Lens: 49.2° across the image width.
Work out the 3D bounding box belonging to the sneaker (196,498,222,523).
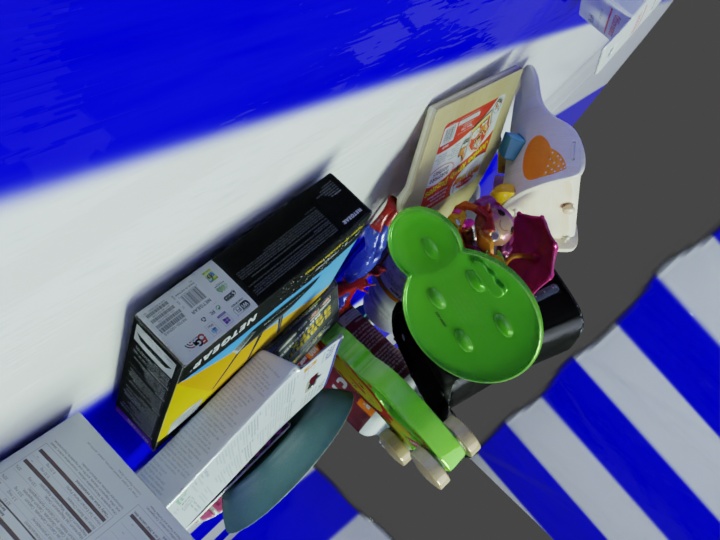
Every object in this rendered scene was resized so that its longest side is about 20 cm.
[{"bbox_3d":[-0.184,0.278,1.103,0.200,0.074,0.087,-42,175,-13],"label":"sneaker"}]

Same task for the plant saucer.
[{"bbox_3d":[-0.089,0.196,0.864,0.200,0.036,0.200,-45,-174,6],"label":"plant saucer"}]

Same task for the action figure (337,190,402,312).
[{"bbox_3d":[0.000,0.000,0.908,0.200,0.052,0.065,-51,175,26],"label":"action figure"}]

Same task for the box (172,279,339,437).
[{"bbox_3d":[-0.104,0.088,0.775,0.200,0.048,0.159,-46,170,-12],"label":"box"}]

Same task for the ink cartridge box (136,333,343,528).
[{"bbox_3d":[-0.105,0.136,0.689,0.200,0.041,0.200,-43,170,-20],"label":"ink cartridge box"}]

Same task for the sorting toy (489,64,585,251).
[{"bbox_3d":[0.209,-0.142,0.954,0.200,0.105,0.183,62,28,-64],"label":"sorting toy"}]

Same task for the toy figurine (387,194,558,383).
[{"bbox_3d":[0.135,-0.015,0.836,0.149,0.201,0.184,-28,-170,41],"label":"toy figurine"}]

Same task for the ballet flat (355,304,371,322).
[{"bbox_3d":[-0.044,0.137,1.169,0.200,0.064,0.067,-43,-155,-14],"label":"ballet flat"}]

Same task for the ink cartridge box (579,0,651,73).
[{"bbox_3d":[0.307,-0.326,0.863,0.201,0.068,0.116,-50,170,8],"label":"ink cartridge box"}]

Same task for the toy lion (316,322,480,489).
[{"bbox_3d":[0.024,0.135,0.875,0.069,0.192,0.200,-41,-172,-12],"label":"toy lion"}]

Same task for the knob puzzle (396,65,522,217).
[{"bbox_3d":[0.091,-0.112,0.841,0.220,0.030,0.221,-46,155,-27],"label":"knob puzzle"}]

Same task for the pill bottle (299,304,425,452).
[{"bbox_3d":[0.007,0.141,1.027,0.114,0.200,0.114,-46,170,-10],"label":"pill bottle"}]

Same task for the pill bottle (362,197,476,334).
[{"bbox_3d":[0.081,-0.007,1.042,0.111,0.111,0.201,-37,165,-48],"label":"pill bottle"}]

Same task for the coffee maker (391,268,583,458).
[{"bbox_3d":[0.162,0.092,0.956,0.198,0.194,0.135,-22,180,-13],"label":"coffee maker"}]

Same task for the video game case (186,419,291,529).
[{"bbox_3d":[-0.159,0.210,0.888,0.200,0.036,0.181,-45,-173,0],"label":"video game case"}]

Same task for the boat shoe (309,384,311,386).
[{"bbox_3d":[-0.120,0.182,1.046,0.201,0.063,0.074,-38,169,-41],"label":"boat shoe"}]

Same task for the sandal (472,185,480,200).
[{"bbox_3d":[0.131,-0.070,1.112,0.059,0.079,0.207,-37,164,-37],"label":"sandal"}]

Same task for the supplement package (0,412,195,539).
[{"bbox_3d":[-0.224,0.229,0.488,0.200,0.151,0.152,-35,165,-51],"label":"supplement package"}]

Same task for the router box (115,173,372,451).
[{"bbox_3d":[-0.089,0.030,0.596,0.200,0.051,0.150,-41,170,-37],"label":"router box"}]
